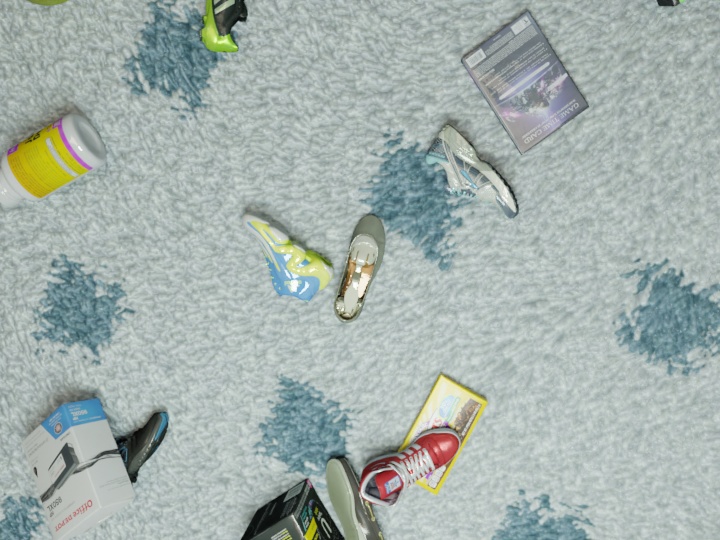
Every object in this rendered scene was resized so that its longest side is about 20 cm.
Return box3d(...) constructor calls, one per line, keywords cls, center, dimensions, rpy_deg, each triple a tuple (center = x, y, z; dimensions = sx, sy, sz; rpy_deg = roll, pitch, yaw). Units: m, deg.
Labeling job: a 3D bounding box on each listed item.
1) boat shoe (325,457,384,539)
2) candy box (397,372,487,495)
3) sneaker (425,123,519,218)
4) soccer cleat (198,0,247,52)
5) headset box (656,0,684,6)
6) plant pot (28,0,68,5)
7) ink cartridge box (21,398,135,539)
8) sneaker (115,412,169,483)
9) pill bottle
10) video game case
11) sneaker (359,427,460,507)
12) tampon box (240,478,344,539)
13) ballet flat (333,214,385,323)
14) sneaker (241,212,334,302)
box3d(cls="boat shoe", center=(-0.008, 0.445, 1.123), dimensions=(0.071, 0.060, 0.205), rpy_deg=(-24, 81, 50))
box3d(cls="candy box", center=(0.145, 0.304, 1.116), dimensions=(0.101, 0.026, 0.203), rpy_deg=(28, 96, 6))
box3d(cls="sneaker", center=(0.197, -0.159, 1.066), dimensions=(0.086, 0.077, 0.200), rpy_deg=(-44, 83, 18))
box3d(cls="soccer cleat", center=(-0.238, -0.494, 1.080), dimensions=(0.079, 0.067, 0.205), rpy_deg=(8, 96, -14))
box3d(cls="headset box", center=(0.537, -0.550, 0.957), dimensions=(0.197, 0.093, 0.176), rpy_deg=(-27, 106, 19))
box3d(cls="plant pot", center=(-0.593, -0.587, 1.027), dimensions=(0.183, 0.200, 0.192), rpy_deg=(0, 94, 4))
box3d(cls="ink cartridge box", center=(-0.518, 0.363, 1.102), dimensions=(0.144, 0.084, 0.202), rpy_deg=(-38, 71, 20))
box3d(cls="sneaker", center=(-0.441, 0.345, 1.143), dimensions=(0.081, 0.073, 0.201), rpy_deg=(36, 95, 3))
box3d(cls="pill bottle", center=(-0.576, -0.196, 1.100), dimensions=(0.197, 0.104, 0.106), rpy_deg=(-28, 91, 5))
box3d(cls="video game case", center=(0.290, -0.331, 1.065), dimensions=(0.142, 0.019, 0.202), rpy_deg=(-34, 92, 6))
box3d(cls="sneaker", center=(0.086, 0.347, 1.055), dimensions=(0.197, 0.112, 0.072), rpy_deg=(-28, 87, 9))
box3d(cls="tampon box", center=(-0.106, 0.521, 1.089), dimensions=(0.125, 0.150, 0.202), rpy_deg=(-32, 91, 7))
box3d(cls="ballet flat", center=(0.000, 0.000, 1.088), dimensions=(0.066, 0.064, 0.204), rpy_deg=(16, 95, 3))
box3d(cls="sneaker", center=(-0.149, -0.016, 1.093), dimensions=(0.198, 0.076, 0.106), rpy_deg=(35, 96, 1))
